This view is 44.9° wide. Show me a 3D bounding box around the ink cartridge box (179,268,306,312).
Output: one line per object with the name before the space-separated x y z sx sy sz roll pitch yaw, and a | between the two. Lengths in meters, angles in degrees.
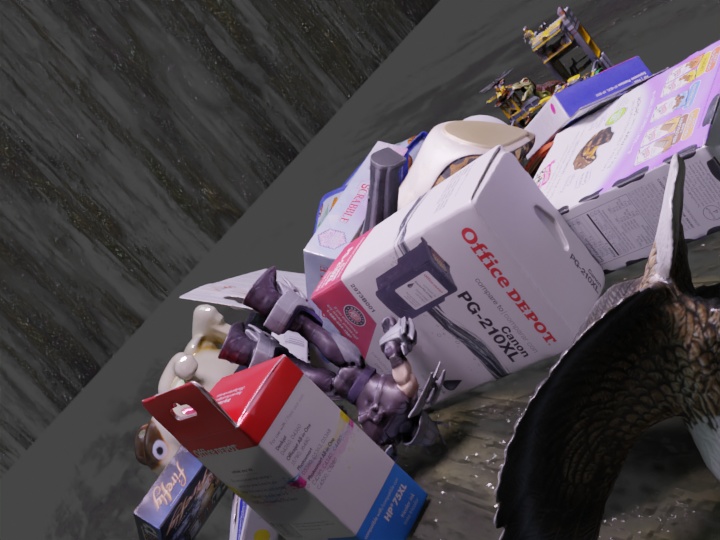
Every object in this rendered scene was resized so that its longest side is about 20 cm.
ink cartridge box | -0.095 0.042 1.028 0.156 0.049 0.199 7 13 23

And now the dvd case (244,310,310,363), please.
dvd case | -0.073 0.060 1.120 0.145 0.016 0.201 -2 28 11

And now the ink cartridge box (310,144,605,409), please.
ink cartridge box | 0.077 0.016 0.719 0.199 0.145 0.085 -31 17 43

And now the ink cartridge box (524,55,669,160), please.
ink cartridge box | 0.225 -0.164 0.871 0.093 0.038 0.200 -25 -2 -5

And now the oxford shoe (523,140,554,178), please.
oxford shoe | 0.181 -0.062 0.850 0.072 0.072 0.199 32 62 34

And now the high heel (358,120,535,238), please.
high heel | 0.083 -0.064 0.842 0.196 0.145 0.071 -17 41 -28

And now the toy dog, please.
toy dog | -0.206 0.174 1.104 0.195 0.138 0.201 -56 5 38

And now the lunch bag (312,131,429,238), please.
lunch bag | 0.021 -0.079 1.189 0.201 0.124 0.169 -50 15 -15

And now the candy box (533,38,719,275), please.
candy box | 0.231 -0.084 0.719 0.199 0.072 0.169 -28 22 48

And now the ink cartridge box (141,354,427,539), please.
ink cartridge box | -0.058 0.136 0.656 0.115 0.200 0.068 -23 25 53

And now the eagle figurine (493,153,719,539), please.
eagle figurine | 0.146 0.062 0.451 0.198 0.152 0.153 -34 37 19

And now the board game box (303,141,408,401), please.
board game box | 0.000 0.000 0.948 0.201 0.040 0.203 -59 -24 -44

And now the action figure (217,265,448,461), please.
action figure | -0.012 0.082 0.703 0.132 0.198 0.069 -58 -4 13

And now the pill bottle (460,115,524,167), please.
pill bottle | 0.108 -0.077 0.959 0.113 0.113 0.201 -29 21 46

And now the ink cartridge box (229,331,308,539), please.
ink cartridge box | -0.090 0.177 0.855 0.198 0.046 0.205 -106 27 -71

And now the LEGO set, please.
LEGO set | 0.213 -0.227 1.069 0.199 0.116 0.155 -30 20 47

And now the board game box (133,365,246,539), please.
board game box | -0.168 0.216 0.949 0.201 0.034 0.137 -56 -15 -35
